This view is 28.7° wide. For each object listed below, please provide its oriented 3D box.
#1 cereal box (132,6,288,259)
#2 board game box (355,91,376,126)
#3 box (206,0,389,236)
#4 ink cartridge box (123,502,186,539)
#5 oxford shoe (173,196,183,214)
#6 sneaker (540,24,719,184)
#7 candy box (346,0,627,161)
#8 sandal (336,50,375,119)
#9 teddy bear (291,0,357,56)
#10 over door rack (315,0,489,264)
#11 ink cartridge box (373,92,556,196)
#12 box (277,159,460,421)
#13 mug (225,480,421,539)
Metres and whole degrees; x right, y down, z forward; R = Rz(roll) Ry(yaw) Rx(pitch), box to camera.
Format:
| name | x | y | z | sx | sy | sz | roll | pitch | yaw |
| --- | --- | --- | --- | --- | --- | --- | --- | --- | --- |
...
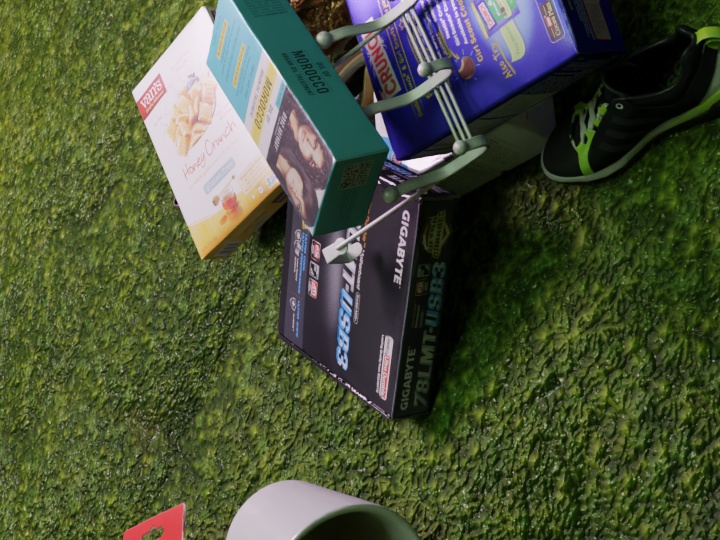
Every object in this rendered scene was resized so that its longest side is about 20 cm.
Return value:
| name | x | y | z | sx | sy | sz | roll | pitch | yaw |
| --- | --- | --- | --- | --- | --- | --- | --- | --- | --- |
| cereal box | -0.141 | -0.133 | 1.371 | 0.144 | 0.039 | 0.202 | -41 | 67 | 38 |
| board game box | -0.023 | -0.100 | 1.387 | 0.126 | 0.034 | 0.202 | -41 | 45 | 35 |
| box | -0.053 | -0.128 | 1.092 | 0.201 | 0.049 | 0.083 | 57 | 146 | 31 |
| ink cartridge box | -0.176 | 0.340 | 1.355 | 0.116 | 0.067 | 0.203 | -29 | 53 | 40 |
| oxford shoe | -0.117 | -0.129 | 1.432 | 0.201 | 0.072 | 0.071 | -58 | 36 | 12 |
| sneaker | 0.201 | -0.136 | 1.080 | 0.199 | 0.082 | 0.073 | -31 | 51 | 40 |
| candy box | 0.090 | -0.203 | 1.108 | 0.199 | 0.076 | 0.171 | -26 | 77 | 42 |
| sandal | 0.014 | -0.179 | 1.327 | 0.200 | 0.080 | 0.054 | -44 | 81 | -6 |
| teddy bear | -0.039 | -0.267 | 1.439 | 0.145 | 0.067 | 0.200 | -39 | 25 | -8 |
| over door rack | 0.000 | -0.109 | 1.113 | 0.200 | 0.066 | 0.149 | -37 | 69 | 44 |
| ink cartridge box | 0.103 | -0.145 | 1.220 | 0.199 | 0.067 | 0.118 | -27 | 57 | 43 |
| box | 0.000 | 0.000 | 1.243 | 0.198 | 0.049 | 0.203 | 33 | 123 | 51 |
| mug | -0.049 | 0.263 | 1.175 | 0.153 | 0.148 | 0.189 | 19 | 82 | 61 |
